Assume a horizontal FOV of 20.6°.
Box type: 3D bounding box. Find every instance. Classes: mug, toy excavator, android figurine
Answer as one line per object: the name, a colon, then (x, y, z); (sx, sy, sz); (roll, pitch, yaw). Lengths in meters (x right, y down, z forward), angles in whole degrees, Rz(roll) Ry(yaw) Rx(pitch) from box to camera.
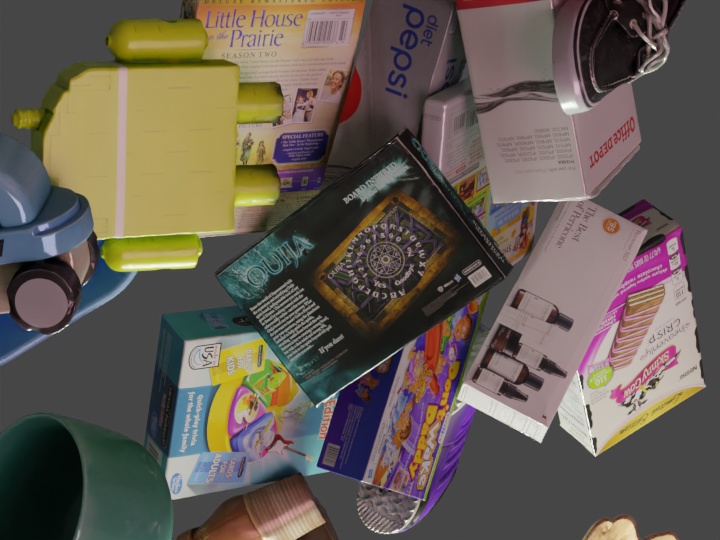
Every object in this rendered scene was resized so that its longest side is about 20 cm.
mug: (-0.225, 0.209, 1.524); (0.114, 0.152, 0.186); (21, 105, -43)
toy excavator: (-0.280, -0.062, 1.313); (0.193, 0.100, 0.201); (-6, 111, 6)
android figurine: (-0.151, -0.087, 1.406); (0.199, 0.041, 0.184); (-5, 106, -24)

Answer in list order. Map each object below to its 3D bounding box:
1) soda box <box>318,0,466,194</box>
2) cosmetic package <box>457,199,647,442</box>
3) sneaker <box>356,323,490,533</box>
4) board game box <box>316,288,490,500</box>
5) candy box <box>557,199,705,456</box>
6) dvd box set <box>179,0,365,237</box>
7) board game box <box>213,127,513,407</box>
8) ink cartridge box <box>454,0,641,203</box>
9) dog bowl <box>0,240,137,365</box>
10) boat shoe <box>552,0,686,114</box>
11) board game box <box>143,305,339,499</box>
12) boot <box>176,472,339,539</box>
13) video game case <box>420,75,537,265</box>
soda box: (0.029, -0.125, 1.524); (0.063, 0.068, 0.201); (-23, 133, -63)
cosmetic package: (0.164, 0.037, 1.673); (0.201, 0.082, 0.051); (-61, 175, -20)
sneaker: (0.063, 0.139, 1.742); (0.201, 0.069, 0.099); (-63, 157, -2)
board game box: (0.039, 0.079, 1.621); (0.134, 0.045, 0.201); (27, 79, -63)
candy box: (0.236, 0.054, 1.805); (0.136, 0.061, 0.201); (-30, 131, -16)
dvd box set: (-0.079, -0.122, 1.497); (0.145, 0.029, 0.201); (-7, 122, -31)
board game box: (0.000, 0.000, 1.512); (0.200, 0.028, 0.136); (-35, 96, 27)
ink cartridge box: (0.142, -0.167, 1.505); (0.147, 0.082, 0.201); (-41, 123, -58)
dog bowl: (-0.245, 0.001, 1.449); (0.199, 0.050, 0.112); (-31, 131, -14)
boat shoe: (0.195, -0.173, 1.442); (0.199, 0.068, 0.074); (-46, 126, -55)
board game box: (-0.075, 0.101, 1.630); (0.199, 0.047, 0.152); (-7, 121, -31)
boot: (-0.096, 0.250, 1.702); (0.154, 0.074, 0.200); (-26, 144, -1)
video game case: (0.097, -0.072, 1.580); (0.200, 0.023, 0.183); (-33, 132, -56)
